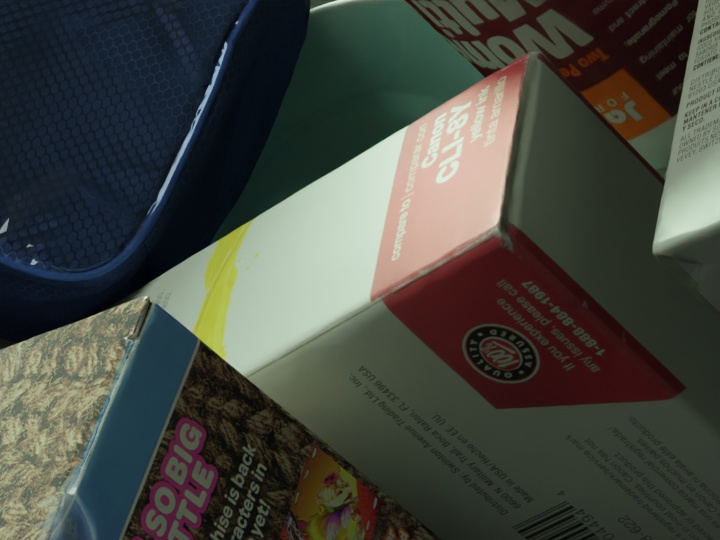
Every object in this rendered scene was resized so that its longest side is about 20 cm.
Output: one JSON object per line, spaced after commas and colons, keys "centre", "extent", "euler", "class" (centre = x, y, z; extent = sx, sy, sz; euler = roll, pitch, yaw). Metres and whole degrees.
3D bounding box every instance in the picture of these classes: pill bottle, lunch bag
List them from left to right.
{"centre": [-0.103, -0.057, 0.855], "extent": [0.132, 0.136, 0.200], "euler": [87, -152, -71], "class": "lunch bag"}
{"centre": [0.076, -0.101, 0.793], "extent": [0.109, 0.200, 0.110], "euler": [-35, 30, 24], "class": "pill bottle"}

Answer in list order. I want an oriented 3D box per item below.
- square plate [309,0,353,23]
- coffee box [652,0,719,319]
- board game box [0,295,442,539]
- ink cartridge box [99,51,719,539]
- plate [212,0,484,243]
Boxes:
{"centre": [0.042, -0.172, 0.978], "extent": [0.199, 0.028, 0.199], "euler": [1, 50, 5], "class": "square plate"}
{"centre": [0.159, -0.057, 0.712], "extent": [0.080, 0.114, 0.200], "euler": [-25, 34, 38], "class": "coffee box"}
{"centre": [-0.043, 0.136, 0.666], "extent": [0.097, 0.200, 0.160], "euler": [-19, 39, 43], "class": "board game box"}
{"centre": [0.016, 0.047, 0.751], "extent": [0.200, 0.145, 0.084], "euler": [-30, 32, 32], "class": "ink cartridge box"}
{"centre": [0.000, 0.000, 0.894], "extent": [0.200, 0.026, 0.201], "euler": [-9, 72, 30], "class": "plate"}
